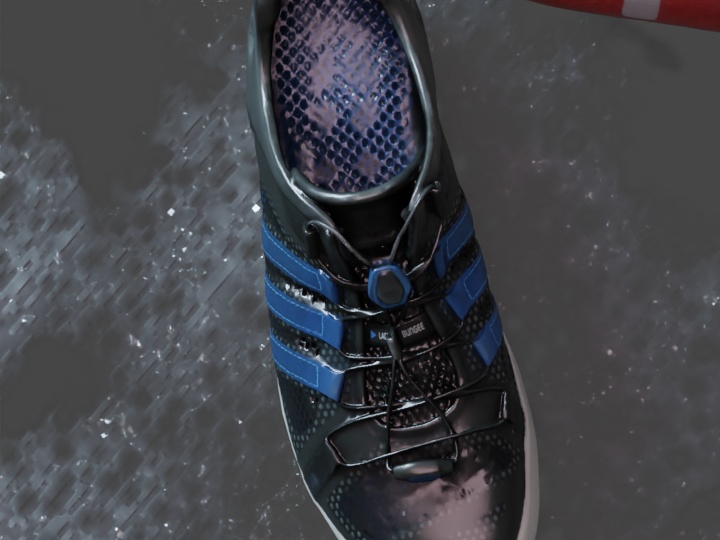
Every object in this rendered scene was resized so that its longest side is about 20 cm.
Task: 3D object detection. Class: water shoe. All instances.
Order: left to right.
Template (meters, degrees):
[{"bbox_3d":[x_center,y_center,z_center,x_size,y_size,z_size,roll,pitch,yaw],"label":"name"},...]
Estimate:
[{"bbox_3d":[0.000,0.000,0.815,0.071,0.079,0.200,-16,80,5],"label":"water shoe"}]

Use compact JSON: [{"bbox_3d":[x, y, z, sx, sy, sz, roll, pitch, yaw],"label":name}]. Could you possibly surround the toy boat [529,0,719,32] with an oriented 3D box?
[{"bbox_3d":[0.108,-0.118,0.779,0.200,0.131,0.131,9,115,9],"label":"toy boat"}]
